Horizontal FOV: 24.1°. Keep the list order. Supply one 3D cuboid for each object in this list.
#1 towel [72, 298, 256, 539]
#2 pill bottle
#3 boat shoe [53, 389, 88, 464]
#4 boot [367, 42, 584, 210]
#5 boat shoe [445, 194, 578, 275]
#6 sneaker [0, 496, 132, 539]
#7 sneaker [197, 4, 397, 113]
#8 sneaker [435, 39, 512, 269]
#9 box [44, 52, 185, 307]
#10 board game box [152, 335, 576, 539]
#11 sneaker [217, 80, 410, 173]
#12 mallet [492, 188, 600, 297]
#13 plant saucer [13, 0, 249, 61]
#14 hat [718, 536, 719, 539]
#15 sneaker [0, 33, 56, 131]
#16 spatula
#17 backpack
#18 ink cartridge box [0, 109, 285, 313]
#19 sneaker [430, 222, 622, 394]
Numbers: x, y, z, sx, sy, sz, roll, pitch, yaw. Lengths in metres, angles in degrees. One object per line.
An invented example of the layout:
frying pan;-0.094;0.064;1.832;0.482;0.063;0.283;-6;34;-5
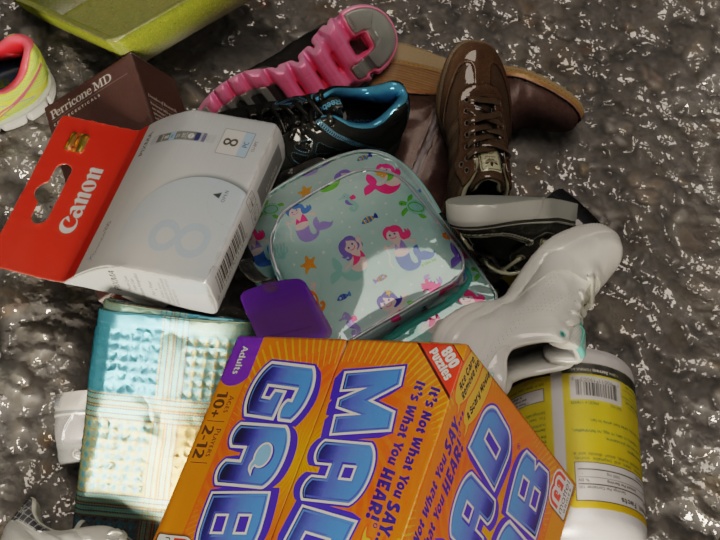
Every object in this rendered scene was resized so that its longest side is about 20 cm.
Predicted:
towel;-0.141;0.126;1.295;0.146;0.022;0.200;8;103;-3
pill bottle;0.166;0.171;1.326;0.112;0.113;0.200;4;61;-5
boat shoe;-0.143;0.131;1.339;0.200;0.072;0.069;3;81;-13
boot;0.092;-0.105;1.514;0.200;0.072;0.167;14;73;-4
boat shoe;0.128;-0.028;1.361;0.071;0.200;0.064;3;92;29
sneaker;-0.179;0.235;1.263;0.200;0.076;0.081;20;66;3
sneaker;-0.061;-0.172;1.521;0.200;0.095;0.079;-30;108;-4
sneaker;0.108;-0.099;1.444;0.070;0.076;0.200;0;93;-19
box;-0.186;-0.071;1.417;0.100;0.075;0.200;-30;61;18
board game box;0.004;0.185;1.201;0.200;0.200;0.200;1;56;34
sneaker;-0.053;-0.124;1.414;0.200;0.082;0.073;-13;69;-20
mallet;0.138;0.015;1.459;0.066;0.041;0.200;37;68;11
plant saucer;-0.184;-0.254;1.518;0.200;0.048;0.200;-34;37;-23
hat;0.320;0.243;1.314;0.081;0.201;0.201;3;50;42
sneaker;-0.354;-0.142;1.448;0.200;0.090;0.078;-40;74;-23
spatula;-0.085;-0.002;1.310;0.056;0.021;0.200;-13;35;-21
backpack;0.000;0.000;1.383;0.177;0.151;0.200;-28;59;-5
ink cartridge box;-0.178;-0.059;1.315;0.200;0.047;0.160;12;57;14
sneaker;0.151;0.038;1.315;0.200;0.075;0.088;-36;44;-28
